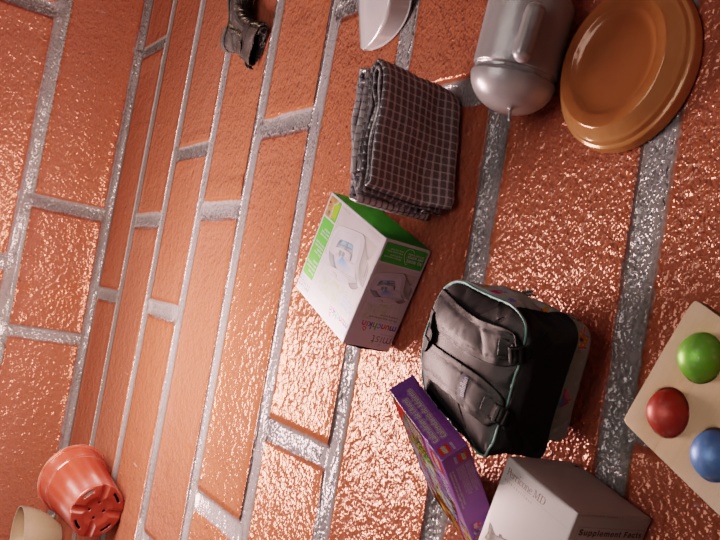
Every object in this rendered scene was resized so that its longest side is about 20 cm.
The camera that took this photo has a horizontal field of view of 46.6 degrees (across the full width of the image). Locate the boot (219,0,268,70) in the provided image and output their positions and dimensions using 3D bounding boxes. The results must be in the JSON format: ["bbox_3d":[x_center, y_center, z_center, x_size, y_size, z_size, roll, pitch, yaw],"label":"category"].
[{"bbox_3d":[-0.262,-0.589,1.991,0.173,0.068,0.204,33,112,51],"label":"boot"}]

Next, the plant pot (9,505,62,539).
[{"bbox_3d":[-1.032,0.859,2.669,0.199,0.132,0.205,-25,60,53],"label":"plant pot"}]

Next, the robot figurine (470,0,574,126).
[{"bbox_3d":[0.207,-0.288,1.075,0.170,0.111,0.204,-7,-69,-83],"label":"robot figurine"}]

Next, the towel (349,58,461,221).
[{"bbox_3d":[0.066,-0.186,1.221,0.085,0.163,0.205,-7,74,50],"label":"towel"}]

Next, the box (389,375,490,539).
[{"bbox_3d":[0.105,0.242,1.015,0.137,0.039,0.202,48,163,53],"label":"box"}]

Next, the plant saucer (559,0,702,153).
[{"bbox_3d":[0.303,-0.241,0.976,0.199,0.037,0.205,-25,60,53],"label":"plant saucer"}]

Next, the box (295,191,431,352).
[{"bbox_3d":[0.000,0.000,1.332,0.200,0.095,0.179,45,115,53],"label":"box"}]

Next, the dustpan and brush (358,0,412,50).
[{"bbox_3d":[0.065,-0.470,1.433,0.199,0.056,0.143,-6,85,64],"label":"dustpan and brush"}]

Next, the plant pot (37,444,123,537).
[{"bbox_3d":[-0.742,0.605,2.253,0.194,0.198,0.205,22,98,49],"label":"plant pot"}]

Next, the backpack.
[{"bbox_3d":[0.161,0.106,0.979,0.199,0.151,0.180,27,108,56],"label":"backpack"}]

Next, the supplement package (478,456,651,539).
[{"bbox_3d":[0.197,0.318,0.885,0.117,0.115,0.204,32,106,57],"label":"supplement package"}]

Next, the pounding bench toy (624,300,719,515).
[{"bbox_3d":[0.342,0.086,0.692,0.124,0.153,0.203,49,120,52],"label":"pounding bench toy"}]
